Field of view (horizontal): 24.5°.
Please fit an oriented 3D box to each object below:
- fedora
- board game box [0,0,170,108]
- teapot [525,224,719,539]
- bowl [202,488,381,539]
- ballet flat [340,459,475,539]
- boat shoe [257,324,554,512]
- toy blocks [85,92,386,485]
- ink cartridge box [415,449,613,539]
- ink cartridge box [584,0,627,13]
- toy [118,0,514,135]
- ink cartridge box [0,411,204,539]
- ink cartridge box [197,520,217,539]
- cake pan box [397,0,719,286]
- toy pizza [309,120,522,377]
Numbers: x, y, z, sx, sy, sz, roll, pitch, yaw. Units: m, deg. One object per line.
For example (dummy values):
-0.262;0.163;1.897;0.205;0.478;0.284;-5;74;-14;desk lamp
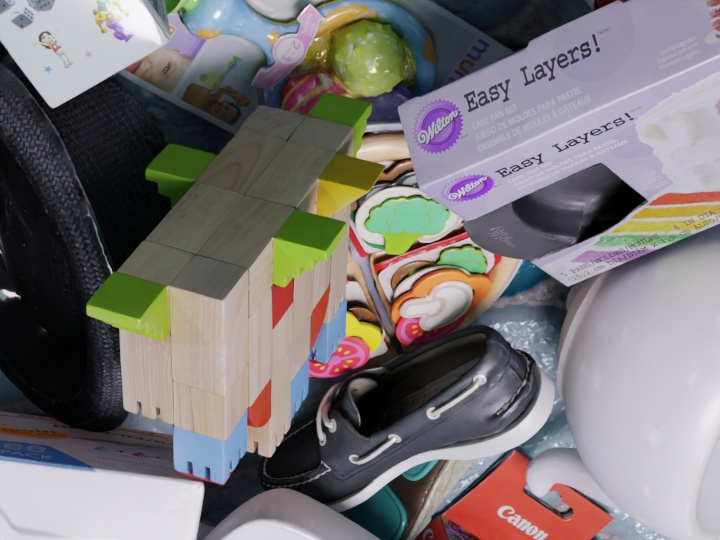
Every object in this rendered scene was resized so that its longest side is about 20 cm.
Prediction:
-0.140;-0.025;0.816;0.091;0.200;0.202;-30;132;-32;fedora
-0.160;-0.189;0.687;0.064;0.148;0.201;-28;126;7;board game box
0.181;0.042;0.946;0.200;0.146;0.198;-46;148;-14;teapot
-0.034;0.223;0.959;0.199;0.075;0.200;35;115;-14;bowl
0.034;0.128;1.006;0.062;0.068;0.200;14;122;-49;ballet flat
0.012;0.081;0.940;0.199;0.076;0.060;-26;126;27;boat shoe
-0.054;0.022;0.774;0.099;0.200;0.138;14;127;15;toy blocks
0.070;0.218;1.081;0.109;0.051;0.200;35;109;-31;ink cartridge box
0.188;-0.183;0.770;0.198;0.176;0.085;-7;124;-10;ink cartridge box
-0.016;-0.098;0.849;0.199;0.047;0.115;27;114;-28;toy
-0.144;0.115;0.835;0.114;0.200;0.069;9;90;-9;ink cartridge box
-0.191;0.195;0.997;0.175;0.045;0.201;19;117;-25;ink cartridge box
0.139;-0.067;0.802;0.199;0.053;0.184;-23;153;22;cake pan box
0.000;0.000;0.899;0.198;0.032;0.201;-10;140;-8;toy pizza
